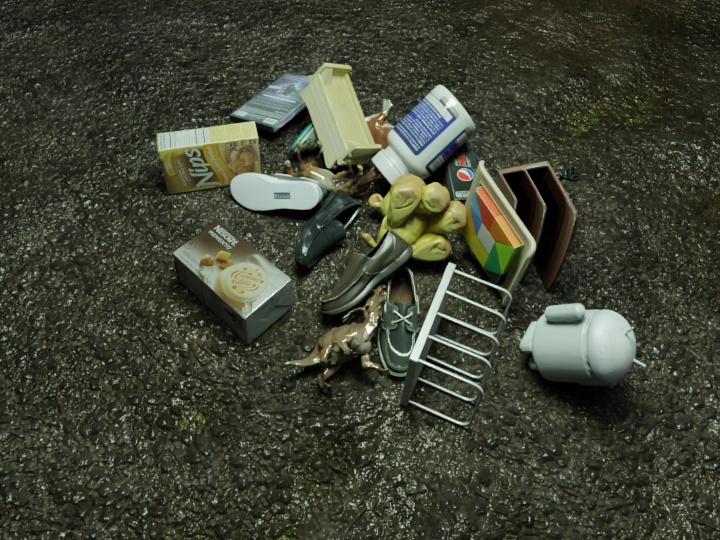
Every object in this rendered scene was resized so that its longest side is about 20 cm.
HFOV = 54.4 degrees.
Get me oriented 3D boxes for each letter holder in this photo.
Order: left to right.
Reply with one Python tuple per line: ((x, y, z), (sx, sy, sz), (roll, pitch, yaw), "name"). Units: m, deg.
((0.298, -0.065, 1.257), (0.098, 0.203, 0.145), (-11, 52, -11), "letter holder")

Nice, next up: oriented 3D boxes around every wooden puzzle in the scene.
((0.231, -0.061, 1.245), (0.036, 0.187, 0.204), (-17, 62, -15), "wooden puzzle")

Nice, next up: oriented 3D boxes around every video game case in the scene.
((-0.179, -0.382, 1.578), (0.140, 0.019, 0.200), (20, 52, 34), "video game case")

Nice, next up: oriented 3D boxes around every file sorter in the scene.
((0.159, 0.124, 1.144), (0.121, 0.141, 0.203), (20, 53, 10), "file sorter")

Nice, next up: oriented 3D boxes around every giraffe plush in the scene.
((0.092, -0.109, 1.325), (0.171, 0.200, 0.164), (34, 29, -23), "giraffe plush")

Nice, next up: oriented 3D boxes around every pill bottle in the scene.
((0.121, -0.255, 1.395), (0.199, 0.119, 0.121), (-42, 57, 7), "pill bottle")

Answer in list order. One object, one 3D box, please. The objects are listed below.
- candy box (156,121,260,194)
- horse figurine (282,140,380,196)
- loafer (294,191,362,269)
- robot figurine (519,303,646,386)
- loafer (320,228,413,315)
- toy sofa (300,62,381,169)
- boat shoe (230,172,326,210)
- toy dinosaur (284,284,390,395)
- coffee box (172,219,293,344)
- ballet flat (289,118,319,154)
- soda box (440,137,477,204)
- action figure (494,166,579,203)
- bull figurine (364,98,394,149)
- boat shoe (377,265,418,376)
((-0.300, -0.226, 1.410), (0.194, 0.117, 0.056), (-10, 51, -11), "candy box")
((-0.064, -0.192, 1.405), (0.195, 0.134, 0.051), (18, 53, -4), "horse figurine")
((-0.061, -0.077, 1.334), (0.069, 0.069, 0.202), (15, 48, 21), "loafer")
((0.357, 0.122, 1.133), (0.197, 0.171, 0.114), (-4, 40, 47), "robot figurine")
((0.000, 0.000, 1.240), (0.199, 0.073, 0.072), (-40, 104, -7), "loafer")
((-0.042, -0.315, 1.451), (0.081, 0.097, 0.205), (-10, 75, -44), "toy sofa")
((-0.162, -0.161, 1.401), (0.194, 0.074, 0.068), (3, 15, 18), "boat shoe")
((-0.029, 0.118, 1.177), (0.195, 0.087, 0.137), (-21, 40, 7), "toy dinosaur")
((-0.226, 0.017, 1.245), (0.199, 0.081, 0.114), (38, 59, 24), "coffee box")
((-0.088, -0.308, 1.520), (0.070, 0.073, 0.203), (15, 52, 10), "ballet flat")
((0.204, -0.196, 1.438), (0.061, 0.072, 0.204), (0, 52, -4), "soda box")
((0.332, -0.140, 1.383), (0.196, 0.101, 0.123), (-8, 73, 42), "action figure")
((0.058, -0.294, 1.498), (0.197, 0.065, 0.124), (29, 99, 10), "bull figurine")
((0.067, 0.085, 1.215), (0.069, 0.068, 0.204), (5, 54, 2), "boat shoe")
